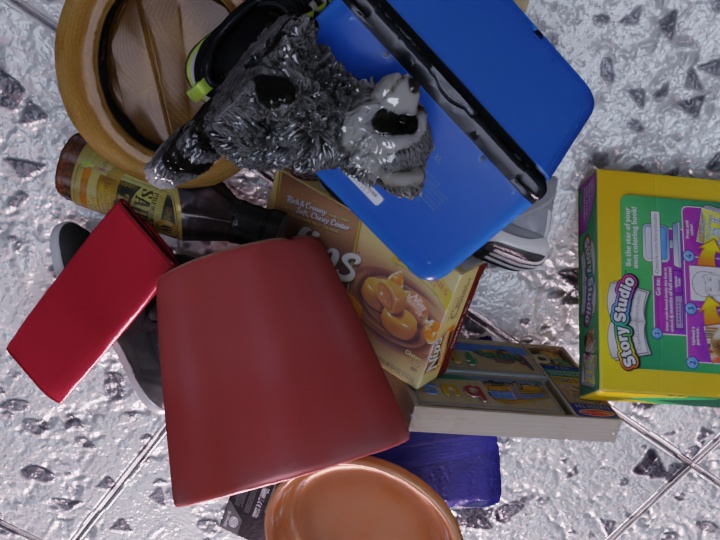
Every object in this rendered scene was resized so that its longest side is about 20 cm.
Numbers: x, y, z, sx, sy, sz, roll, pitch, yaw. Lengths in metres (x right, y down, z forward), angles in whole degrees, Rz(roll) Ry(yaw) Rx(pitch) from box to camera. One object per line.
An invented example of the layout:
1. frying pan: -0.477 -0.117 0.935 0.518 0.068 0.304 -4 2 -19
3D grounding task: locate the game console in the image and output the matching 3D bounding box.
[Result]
1. game console: 0.050 -0.127 0.720 0.171 0.118 0.200 -40 101 24

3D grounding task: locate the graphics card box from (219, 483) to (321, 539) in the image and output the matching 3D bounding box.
1. graphics card box: -0.036 0.251 0.999 0.199 0.051 0.126 23 121 5

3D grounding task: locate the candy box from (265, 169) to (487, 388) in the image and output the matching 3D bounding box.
1. candy box: 0.000 0.000 0.851 0.199 0.055 0.116 31 117 24

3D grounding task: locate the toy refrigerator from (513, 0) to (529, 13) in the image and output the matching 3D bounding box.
1. toy refrigerator: 0.081 -0.186 0.804 0.070 0.076 0.201 5 117 -28

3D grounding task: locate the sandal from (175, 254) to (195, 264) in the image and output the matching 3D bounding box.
1. sandal: -0.153 0.076 0.945 0.076 0.043 0.201 -10 117 2

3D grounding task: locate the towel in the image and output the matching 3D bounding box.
1. towel: 0.071 0.164 1.005 0.147 0.050 0.201 -8 116 -7

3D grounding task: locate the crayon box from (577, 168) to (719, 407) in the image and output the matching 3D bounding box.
1. crayon box: 0.287 0.018 0.876 0.171 0.058 0.202 4 76 -4

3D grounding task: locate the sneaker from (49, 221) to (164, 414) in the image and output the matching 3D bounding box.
1. sneaker: -0.194 0.027 0.873 0.099 0.071 0.201 -30 95 35

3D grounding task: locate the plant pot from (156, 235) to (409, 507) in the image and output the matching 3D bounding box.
1. plant pot: -0.075 0.077 0.783 0.199 0.200 0.179 -16 83 4

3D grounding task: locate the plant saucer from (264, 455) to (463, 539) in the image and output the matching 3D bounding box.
1. plant saucer: 0.005 0.258 0.939 0.199 0.037 0.201 7 117 14

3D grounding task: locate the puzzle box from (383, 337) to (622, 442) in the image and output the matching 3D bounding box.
1. puzzle box: 0.120 0.104 0.883 0.199 0.133 0.026 6 114 -17

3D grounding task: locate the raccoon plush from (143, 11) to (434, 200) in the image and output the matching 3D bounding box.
1. raccoon plush: -0.040 -0.086 0.665 0.134 0.097 0.200 38 146 -22

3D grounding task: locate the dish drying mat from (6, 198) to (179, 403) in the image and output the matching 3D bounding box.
1. dish drying mat: -0.235 0.031 0.844 0.077 0.018 0.200 48 116 7

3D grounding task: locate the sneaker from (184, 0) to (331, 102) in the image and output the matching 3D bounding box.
1. sneaker: -0.046 -0.188 0.719 0.200 0.083 0.072 -44 106 -3

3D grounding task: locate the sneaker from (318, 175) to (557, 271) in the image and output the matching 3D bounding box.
1. sneaker: 0.069 -0.084 0.783 0.199 0.075 0.116 22 76 -12

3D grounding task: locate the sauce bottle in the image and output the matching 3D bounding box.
1. sauce bottle: -0.161 -0.062 0.839 0.199 0.066 0.066 18 115 6

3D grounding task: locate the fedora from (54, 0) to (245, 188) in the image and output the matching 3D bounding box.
1. fedora: -0.150 -0.171 0.800 0.199 0.082 0.202 -1 107 -3
